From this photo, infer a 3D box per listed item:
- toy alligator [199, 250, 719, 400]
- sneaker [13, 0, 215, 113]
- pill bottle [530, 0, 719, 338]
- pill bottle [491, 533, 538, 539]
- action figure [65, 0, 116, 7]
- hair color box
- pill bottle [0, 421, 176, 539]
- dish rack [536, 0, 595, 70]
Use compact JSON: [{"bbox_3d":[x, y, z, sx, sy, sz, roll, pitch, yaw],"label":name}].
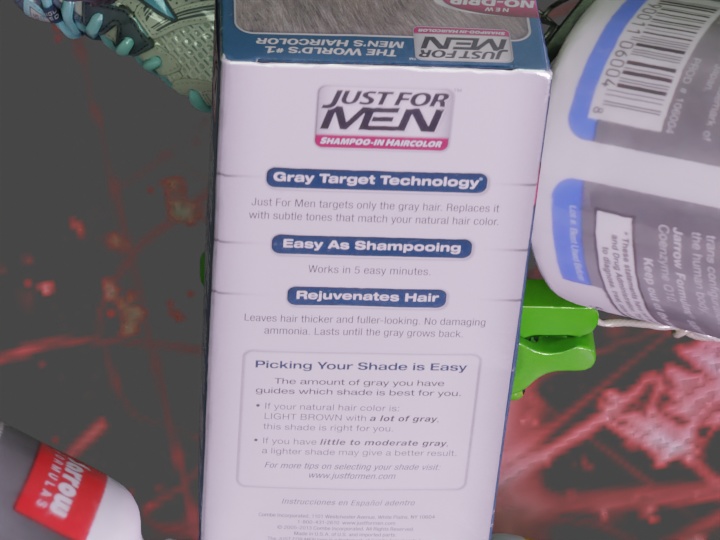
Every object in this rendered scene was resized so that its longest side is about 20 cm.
[{"bbox_3d":[0.039,0.024,0.988,0.200,0.059,0.054,6,130,-9],"label":"toy alligator"},{"bbox_3d":[-0.074,-0.099,0.965,0.086,0.078,0.200,-29,85,-2],"label":"sneaker"},{"bbox_3d":[0.166,-0.024,0.911,0.200,0.114,0.114,14,87,28],"label":"pill bottle"},{"bbox_3d":[0.077,0.154,0.961,0.200,0.113,0.113,14,88,-9],"label":"pill bottle"},{"bbox_3d":[-0.006,-0.135,0.890,0.200,0.102,0.119,-9,76,-20],"label":"action figure"},{"bbox_3d":[0.000,0.000,0.887,0.100,0.061,0.200,1,129,-5],"label":"hair color box"},{"bbox_3d":[-0.144,0.101,0.925,0.200,0.114,0.114,27,86,-8],"label":"pill bottle"},{"bbox_3d":[0.066,-0.148,0.990,0.200,0.055,0.153,39,85,-7],"label":"dish rack"}]
